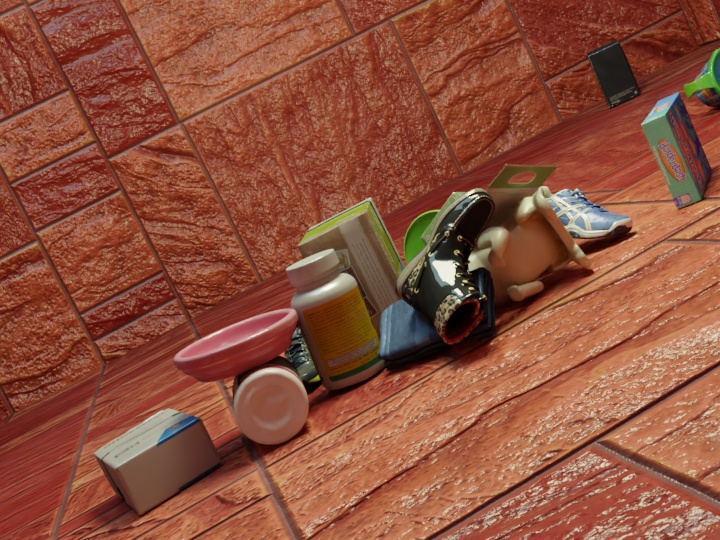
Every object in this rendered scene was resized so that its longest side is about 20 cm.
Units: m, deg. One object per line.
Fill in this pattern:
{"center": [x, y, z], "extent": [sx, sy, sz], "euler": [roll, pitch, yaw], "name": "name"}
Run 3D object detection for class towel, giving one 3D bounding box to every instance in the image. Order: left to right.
{"center": [0.115, 0.074, 1.495], "extent": [0.199, 0.048, 0.112], "euler": [-25, 42, 33], "name": "towel"}

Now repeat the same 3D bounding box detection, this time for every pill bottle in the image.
{"center": [-0.140, 0.188, 1.513], "extent": [0.110, 0.112, 0.200], "euler": [-27, 8, -5], "name": "pill bottle"}
{"center": [-0.043, 0.075, 1.567], "extent": [0.112, 0.202, 0.113], "euler": [-22, 7, 3], "name": "pill bottle"}

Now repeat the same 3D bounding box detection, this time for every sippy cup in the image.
{"center": [0.847, -0.444, 2.313], "extent": [0.130, 0.176, 0.141], "euler": [139, 149, -80], "name": "sippy cup"}

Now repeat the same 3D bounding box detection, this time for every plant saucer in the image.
{"center": [-0.183, 0.117, 1.509], "extent": [0.199, 0.051, 0.201], "euler": [-20, 7, 2], "name": "plant saucer"}

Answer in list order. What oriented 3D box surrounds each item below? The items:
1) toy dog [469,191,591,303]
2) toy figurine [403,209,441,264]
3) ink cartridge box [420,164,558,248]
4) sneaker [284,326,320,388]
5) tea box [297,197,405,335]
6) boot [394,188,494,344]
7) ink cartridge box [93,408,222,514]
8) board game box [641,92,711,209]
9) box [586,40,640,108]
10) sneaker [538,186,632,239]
{"center": [0.223, -0.025, 1.553], "extent": [0.199, 0.140, 0.194], "euler": [-36, 24, 6], "name": "toy dog"}
{"center": [0.211, -0.052, 1.930], "extent": [0.198, 0.152, 0.184], "euler": [4, 12, 28], "name": "toy figurine"}
{"center": [0.201, -0.107, 1.566], "extent": [0.145, 0.048, 0.201], "euler": [-6, -40, -45], "name": "ink cartridge box"}
{"center": [-0.108, 0.147, 1.724], "extent": [0.073, 0.081, 0.200], "euler": [-28, 19, 5], "name": "sneaker"}
{"center": [0.000, 0.000, 1.738], "extent": [0.133, 0.201, 0.197], "euler": [-26, 10, 9], "name": "tea box"}
{"center": [0.149, -0.005, 1.424], "extent": [0.204, 0.073, 0.154], "euler": [-52, 36, 10], "name": "boot"}
{"center": [-0.316, 0.289, 1.535], "extent": [0.144, 0.085, 0.200], "euler": [-29, 9, -22], "name": "ink cartridge box"}
{"center": [0.535, -0.205, 1.672], "extent": [0.045, 0.153, 0.200], "euler": [-21, 10, 30], "name": "board game box"}
{"center": [0.888, -0.692, 3.490], "extent": [0.122, 0.200, 0.200], "euler": [-24, 9, 16], "name": "box"}
{"center": [0.359, -0.095, 1.654], "extent": [0.199, 0.078, 0.075], "euler": [11, 12, 42], "name": "sneaker"}
